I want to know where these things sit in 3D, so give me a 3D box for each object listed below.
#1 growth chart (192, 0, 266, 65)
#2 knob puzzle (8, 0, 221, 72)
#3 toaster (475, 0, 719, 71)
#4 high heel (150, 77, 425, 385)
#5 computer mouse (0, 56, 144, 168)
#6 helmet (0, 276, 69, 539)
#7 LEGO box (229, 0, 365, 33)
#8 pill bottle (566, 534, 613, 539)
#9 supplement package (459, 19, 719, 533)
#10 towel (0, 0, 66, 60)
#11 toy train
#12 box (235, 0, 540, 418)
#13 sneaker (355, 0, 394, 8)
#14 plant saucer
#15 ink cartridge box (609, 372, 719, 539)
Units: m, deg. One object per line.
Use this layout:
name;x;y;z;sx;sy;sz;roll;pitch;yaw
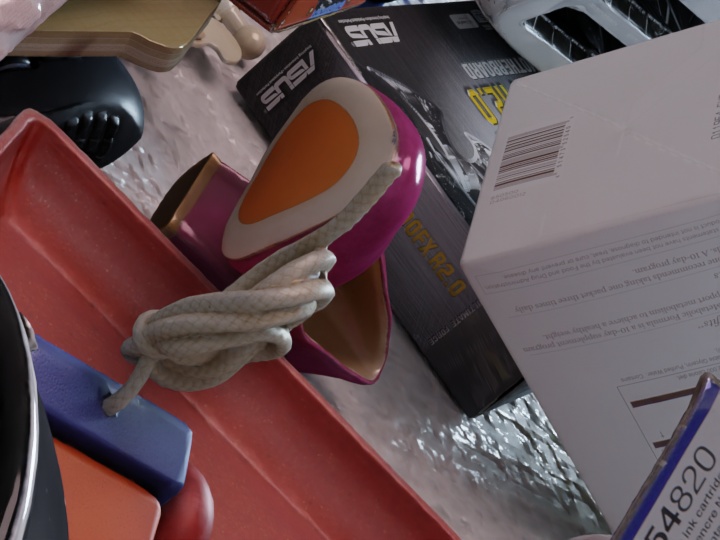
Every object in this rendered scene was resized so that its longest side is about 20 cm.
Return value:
growth chart;-0.115;-0.132;0.968;0.200;0.018;0.145;1;53;-60
knob puzzle;-0.127;-0.121;0.867;0.219;0.030;0.220;26;26;-13
toaster;0.105;-0.154;1.113;0.200;0.113;0.130;29;50;-58
high heel;0.000;0.000;0.816;0.096;0.200;0.067;36;70;-14
computer mouse;-0.130;-0.064;0.820;0.200;0.034;0.059;3;52;-58
helmet;-0.147;0.044;0.425;0.191;0.200;0.200;43;24;-27
LEGO box;-0.054;-0.199;0.882;0.200;0.149;0.077;39;25;11
pill bottle;0.123;0.166;0.828;0.200;0.113;0.113;35;28;-30
supplement package;0.133;0.026;0.963;0.200;0.109;0.114;60;30;-29
towel;-0.127;-0.160;0.782;0.191;0.032;0.200;38;60;12
toy train;-0.063;0.069;0.541;0.085;0.200;0.116;33;33;-36
box;0.052;-0.032;1.076;0.159;0.048;0.200;54;24;10
sneaker;0.024;-0.171;1.193;0.070;0.078;0.200;44;25;-13
plant saucer;-0.061;0.068;0.745;0.200;0.037;0.200;47;24;-10
ink cartridge box;0.098;0.158;0.722;0.200;0.200;0.041;40;-14;-27
